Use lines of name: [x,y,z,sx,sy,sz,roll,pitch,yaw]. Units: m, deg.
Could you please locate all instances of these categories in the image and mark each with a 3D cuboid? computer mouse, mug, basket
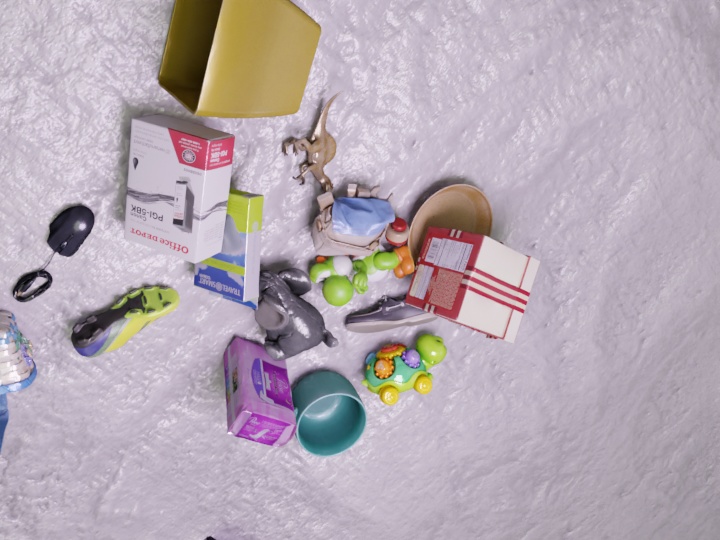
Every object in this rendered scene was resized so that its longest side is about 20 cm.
computer mouse: [-0.509,-0.024,1.121,0.058,0.034,0.201,33,99,-31]
mug: [-0.082,0.275,1.382,0.152,0.115,0.185,-41,121,1]
basket: [-0.599,0.181,1.098,0.137,0.176,0.204,-3,104,-24]

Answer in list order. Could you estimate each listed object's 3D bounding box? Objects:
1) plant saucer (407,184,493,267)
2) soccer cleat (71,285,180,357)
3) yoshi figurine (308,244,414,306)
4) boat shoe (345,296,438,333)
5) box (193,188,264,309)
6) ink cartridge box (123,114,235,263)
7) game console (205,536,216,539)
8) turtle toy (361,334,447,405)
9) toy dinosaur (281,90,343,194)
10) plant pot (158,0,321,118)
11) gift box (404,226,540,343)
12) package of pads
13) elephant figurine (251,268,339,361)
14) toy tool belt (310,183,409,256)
plant saucer: [0.174,-0.081,1.357,0.197,0.035,0.203,-12,120,-22]
soccer cleat: [-0.413,0.091,1.208,0.198,0.065,0.084,-27,150,-13]
yoshi figurine: [0.002,0.016,1.303,0.196,0.112,0.114,-10,124,-14]
boat shoe: [0.061,0.086,1.397,0.196,0.073,0.064,-7,73,-13]
box: [-0.228,-0.038,1.164,0.047,0.120,0.204,-20,120,-57]
ink cartridge box: [-0.293,-0.131,1.089,0.144,0.083,0.203,17,111,15]
game console: [-0.284,0.690,1.494,0.175,0.117,0.201,-39,121,-1]
turtle toy: [0.092,0.200,1.415,0.197,0.146,0.103,-16,97,-15]
toy dinosaur: [-0.083,-0.221,1.198,0.100,0.058,0.203,-17,128,-30]
plant pot: [-0.175,-0.337,1.024,0.174,0.200,0.203,6,112,-35]
gift box: [0.213,0.018,1.297,0.185,0.199,0.187,21,92,-34]
package of pads: [-0.190,0.225,1.266,0.119,0.201,0.076,23,117,-29]
elephant figurine: [-0.154,0.058,1.236,0.153,0.142,0.202,-24,124,-3]
toy tool belt: [0.008,-0.096,1.231,0.196,0.126,0.124,-5,138,-20]
